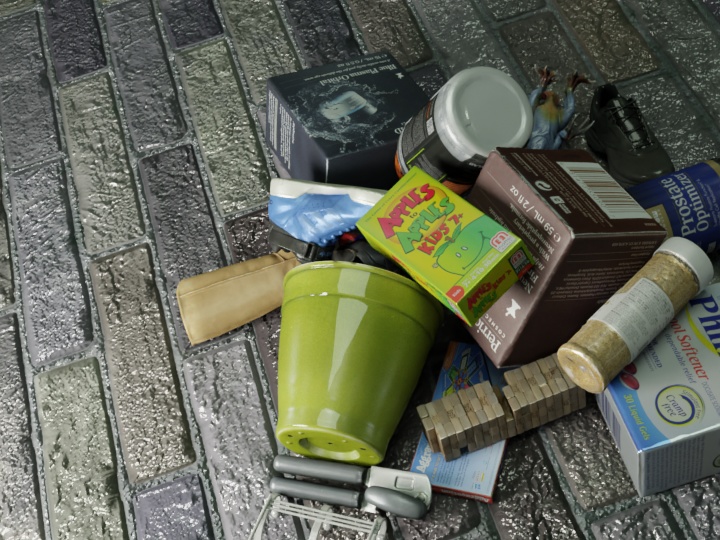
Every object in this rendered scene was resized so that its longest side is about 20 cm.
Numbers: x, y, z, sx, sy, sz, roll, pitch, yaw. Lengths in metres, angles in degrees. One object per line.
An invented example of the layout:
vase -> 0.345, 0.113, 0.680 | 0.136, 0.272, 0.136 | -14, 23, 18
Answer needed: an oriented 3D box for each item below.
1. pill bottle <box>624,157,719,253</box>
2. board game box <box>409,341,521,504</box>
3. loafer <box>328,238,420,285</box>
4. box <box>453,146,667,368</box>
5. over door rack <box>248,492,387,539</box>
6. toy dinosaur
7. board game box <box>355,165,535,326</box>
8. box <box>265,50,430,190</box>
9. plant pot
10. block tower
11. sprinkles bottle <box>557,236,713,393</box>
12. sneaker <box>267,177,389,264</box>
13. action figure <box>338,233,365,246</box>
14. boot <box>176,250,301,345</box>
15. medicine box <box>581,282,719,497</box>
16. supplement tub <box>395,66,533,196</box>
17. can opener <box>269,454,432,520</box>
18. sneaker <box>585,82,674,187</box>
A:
pill bottle -> 0.378, -0.060, 1.512 | 0.199, 0.112, 0.112 | -19, 50, -4
board game box -> 0.131, 0.177, 1.434 | 0.102, 0.020, 0.201 | 9, 54, 17
loafer -> 0.000, 0.000, 1.524 | 0.072, 0.073, 0.200 | -10, 8, -28
box -> 0.217, -0.017, 1.419 | 0.163, 0.201, 0.166 | -3, 41, -38
over door rack -> -0.070, 0.335, 1.308 | 0.147, 0.067, 0.200 | 8, 33, 19
toy dinosaur -> 0.264, -0.187, 1.653 | 0.104, 0.200, 0.183 | 16, 80, 11
board game box -> 0.092, -0.032, 1.363 | 0.102, 0.048, 0.200 | -44, 45, -6
box -> -0.005, -0.191, 1.674 | 0.196, 0.118, 0.200 | -17, 49, -22
plant pot -> -0.016, 0.121, 1.416 | 0.199, 0.201, 0.194 | 5, 63, 16
block tower -> 0.169, 0.157, 1.396 | 0.199, 0.058, 0.054 | -21, 51, -4
sprinkles bottle -> 0.306, 0.048, 1.334 | 0.200, 0.068, 0.068 | -41, 55, -20
sneaker -> -0.028, -0.053, 1.530 | 0.199, 0.077, 0.112 | 8, 96, 21
action figure -> 0.059, -0.010, 1.582 | 0.065, 0.099, 0.200 | -42, 32, -19
boot -> -0.153, -0.005, 1.617 | 0.199, 0.066, 0.176 | -19, 49, -2
medicine box -> 0.374, 0.130, 1.364 | 0.199, 0.103, 0.183 | -18, 50, -1
supplement tub -> 0.121, -0.162, 1.493 | 0.122, 0.200, 0.123 | 5, 75, -19
can opener -> -0.012, 0.245, 1.380 | 0.199, 0.066, 0.053 | 6, 75, 22
sneaker -> 0.356, -0.181, 1.612 | 0.075, 0.091, 0.200 | -18, 39, -11
